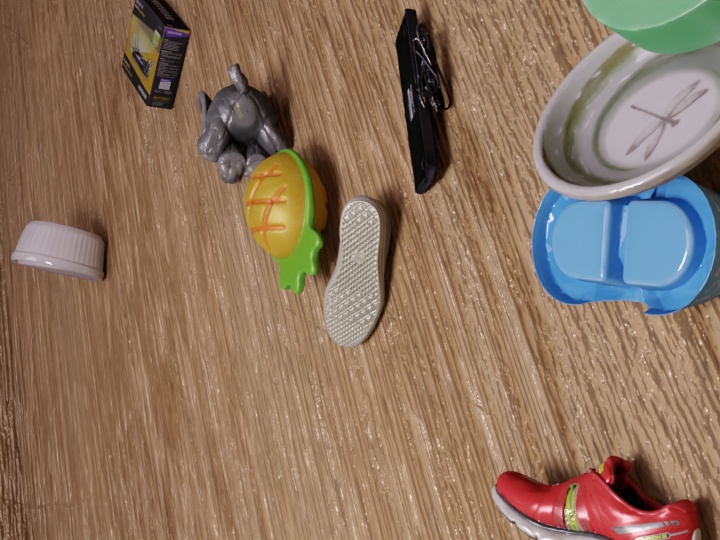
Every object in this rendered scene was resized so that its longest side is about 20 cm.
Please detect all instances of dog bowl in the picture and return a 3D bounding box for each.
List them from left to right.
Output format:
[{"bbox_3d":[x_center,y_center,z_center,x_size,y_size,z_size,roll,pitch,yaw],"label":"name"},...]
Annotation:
[{"bbox_3d":[0.227,-0.023,0.797,0.200,0.049,0.112,6,93,59],"label":"dog bowl"}]

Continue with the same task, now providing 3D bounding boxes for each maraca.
[{"bbox_3d":[-0.094,-0.067,1.267,0.137,0.106,0.201,-52,46,46],"label":"maraca"}]

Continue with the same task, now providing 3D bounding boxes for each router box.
[{"bbox_3d":[-0.395,-0.422,1.836,0.200,0.052,0.158,50,129,48],"label":"router box"}]

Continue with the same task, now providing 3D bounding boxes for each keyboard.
[{"bbox_3d":[0.076,-0.195,1.085,0.104,0.039,0.201,118,145,-73],"label":"keyboard"}]

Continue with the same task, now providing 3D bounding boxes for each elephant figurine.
[{"bbox_3d":[-0.191,-0.211,1.433,0.155,0.141,0.200,-52,21,3],"label":"elephant figurine"}]

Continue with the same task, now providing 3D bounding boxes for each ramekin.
[{"bbox_3d":[-0.657,-0.045,2.112,0.202,0.201,0.095,-1,76,58],"label":"ramekin"}]

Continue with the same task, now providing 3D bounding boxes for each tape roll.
[{"bbox_3d":[0.254,-0.267,0.727,0.200,0.048,0.202,-32,50,46],"label":"tape roll"}]

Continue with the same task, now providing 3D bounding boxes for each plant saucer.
[{"bbox_3d":[0.230,-0.124,0.751,0.200,0.050,0.201,-32,34,25],"label":"plant saucer"}]

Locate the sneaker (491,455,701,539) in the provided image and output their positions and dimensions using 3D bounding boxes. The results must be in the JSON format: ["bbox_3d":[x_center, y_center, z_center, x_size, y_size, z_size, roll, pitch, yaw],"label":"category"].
[{"bbox_3d":[0.200,0.196,0.815,0.199,0.077,0.085,11,92,48],"label":"sneaker"}]

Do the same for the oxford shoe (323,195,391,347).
[{"bbox_3d":[0.000,0.000,1.165,0.058,0.075,0.201,-57,-23,-65],"label":"oxford shoe"}]
